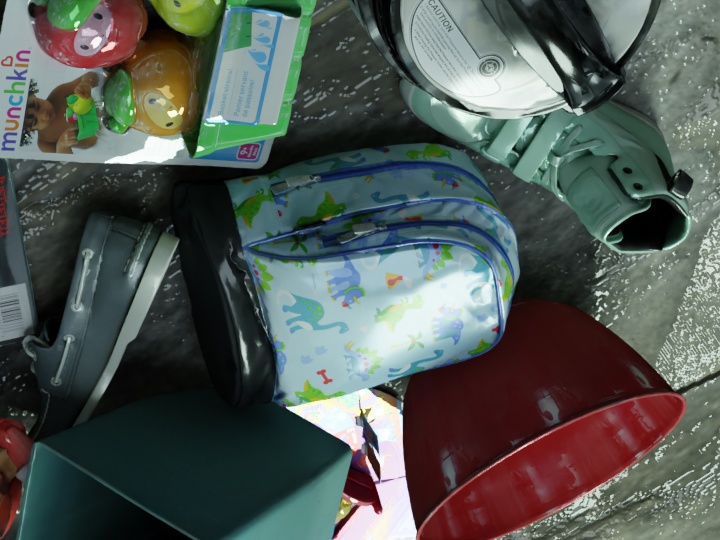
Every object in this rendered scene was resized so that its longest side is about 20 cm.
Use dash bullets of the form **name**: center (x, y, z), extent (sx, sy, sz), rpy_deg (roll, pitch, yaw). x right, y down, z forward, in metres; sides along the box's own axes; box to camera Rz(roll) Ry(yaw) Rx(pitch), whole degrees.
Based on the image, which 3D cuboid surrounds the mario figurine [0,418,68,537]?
- **mario figurine**: center (-0.258, 0.114, 1.585), extent (0.106, 0.123, 0.201), rpy_deg (-42, 145, -27)

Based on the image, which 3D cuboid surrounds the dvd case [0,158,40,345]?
- **dvd case**: center (-0.306, 0.000, 1.576), extent (0.198, 0.022, 0.147), rpy_deg (-11, 125, -7)

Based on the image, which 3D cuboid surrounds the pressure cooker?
- **pressure cooker**: center (0.079, -0.188, 1.452), extent (0.175, 0.200, 0.180), rpy_deg (5, 122, -20)

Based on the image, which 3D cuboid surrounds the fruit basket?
- **fruit basket**: center (-0.128, -0.138, 1.482), extent (0.199, 0.094, 0.186), rpy_deg (-1, 123, -26)

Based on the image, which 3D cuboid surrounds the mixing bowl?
- **mixing bowl**: center (0.103, 0.089, 1.676), extent (0.199, 0.109, 0.200), rpy_deg (-24, 161, -9)

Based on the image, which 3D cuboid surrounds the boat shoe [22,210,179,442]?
- **boat shoe**: center (-0.179, 0.043, 1.615), extent (0.061, 0.073, 0.201), rpy_deg (27, 123, -6)

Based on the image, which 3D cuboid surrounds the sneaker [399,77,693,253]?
- **sneaker**: center (0.123, -0.076, 1.589), extent (0.199, 0.118, 0.074), rpy_deg (19, 118, -25)

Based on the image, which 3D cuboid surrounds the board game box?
- **board game box**: center (-0.035, 0.171, 1.754), extent (0.157, 0.039, 0.201), rpy_deg (-14, 125, -7)

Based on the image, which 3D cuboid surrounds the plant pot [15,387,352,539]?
- **plant pot**: center (-0.100, 0.162, 1.611), extent (0.200, 0.141, 0.142), rpy_deg (-28, 139, -51)

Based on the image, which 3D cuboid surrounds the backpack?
- **backpack**: center (0.000, 0.000, 1.602), extent (0.199, 0.154, 0.164), rpy_deg (-21, 128, -19)
